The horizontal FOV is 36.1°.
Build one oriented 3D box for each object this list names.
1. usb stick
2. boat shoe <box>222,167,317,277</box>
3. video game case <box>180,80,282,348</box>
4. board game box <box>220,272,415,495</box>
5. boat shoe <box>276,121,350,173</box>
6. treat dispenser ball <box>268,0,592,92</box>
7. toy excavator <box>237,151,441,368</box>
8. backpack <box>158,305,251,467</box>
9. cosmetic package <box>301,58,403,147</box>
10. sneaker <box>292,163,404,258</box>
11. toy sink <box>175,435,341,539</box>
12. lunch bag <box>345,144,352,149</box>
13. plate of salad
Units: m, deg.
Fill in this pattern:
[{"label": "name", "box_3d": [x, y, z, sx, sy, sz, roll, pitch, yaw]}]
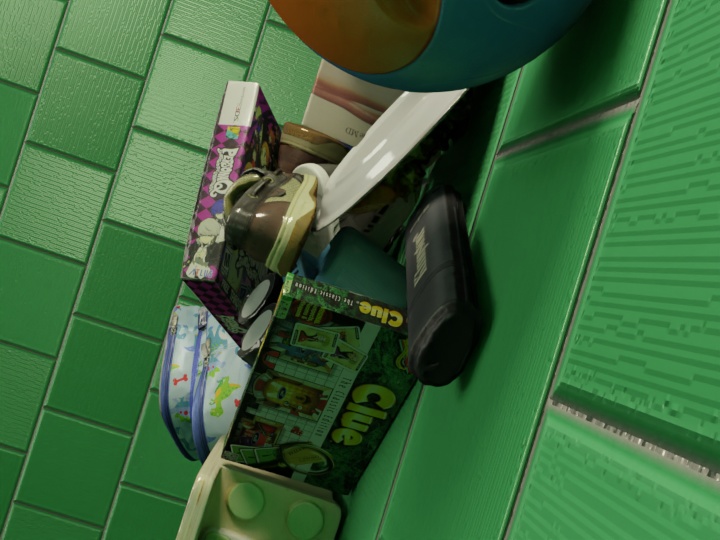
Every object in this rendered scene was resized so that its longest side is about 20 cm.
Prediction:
[{"label": "usb stick", "box_3d": [0.047, 0.002, 0.662, 0.201, 0.032, 0.056, -85, 18, -66]}, {"label": "boat shoe", "box_3d": [-0.072, -0.049, 0.844, 0.074, 0.064, 0.200, -63, 10, 5]}, {"label": "video game case", "box_3d": [-0.097, -0.037, 0.988, 0.200, 0.035, 0.184, 66, -149, -64]}, {"label": "board game box", "box_3d": [-0.027, 0.085, 0.760, 0.201, 0.103, 0.024, 114, 168, -47]}, {"label": "boat shoe", "box_3d": [-0.026, -0.077, 1.044, 0.200, 0.071, 0.073, 26, -97, -68]}, {"label": "treat dispenser ball", "box_3d": [0.035, -0.192, 0.550, 0.201, 0.198, 0.204, -162, 90, -84]}, {"label": "toy excavator", "box_3d": [0.002, -0.008, 0.861, 0.200, 0.100, 0.195, -48, 19, 10]}, {"label": "backpack", "box_3d": [-0.121, 0.130, 1.135, 0.184, 0.144, 0.202, 71, -166, -47]}, {"label": "cosmetic package", "box_3d": [0.030, -0.211, 1.003, 0.087, 0.102, 0.203, -33, -37, -70]}, {"label": "sneaker", "box_3d": [0.000, 0.000, 0.974, 0.070, 0.098, 0.204, 5, 107, 48]}, {"label": "toy sink", "box_3d": [-0.084, 0.219, 0.860, 0.200, 0.110, 0.132, 148, 140, -88]}, {"label": "lunch bag", "box_3d": [-0.051, -0.080, 1.247, 0.200, 0.130, 0.138, -108, 21, -78]}, {"label": "plate of salad", "box_3d": [0.039, -0.095, 0.799, 0.200, 0.048, 0.200, -46, 9, 9]}]
